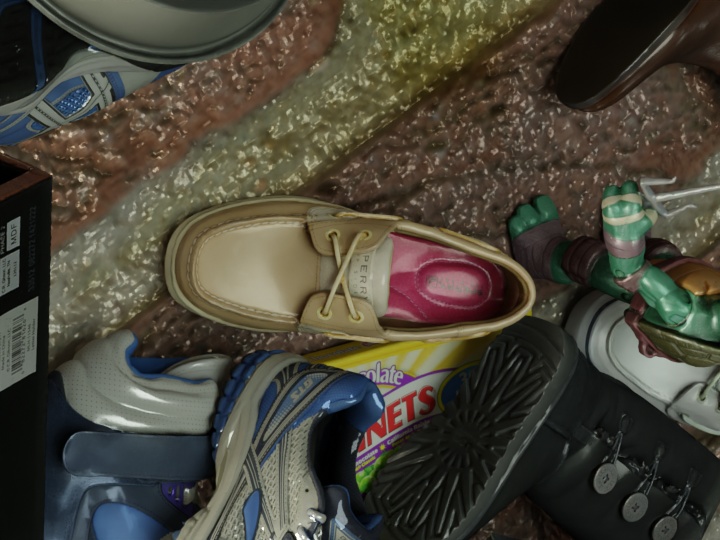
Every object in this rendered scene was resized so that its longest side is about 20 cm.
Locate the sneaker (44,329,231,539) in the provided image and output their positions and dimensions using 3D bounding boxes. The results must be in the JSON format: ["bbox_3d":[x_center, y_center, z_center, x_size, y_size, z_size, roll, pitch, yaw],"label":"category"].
[{"bbox_3d":[-0.088,0.119,1.041,0.200,0.081,0.147,39,84,-26],"label":"sneaker"}]

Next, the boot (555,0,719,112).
[{"bbox_3d":[0.219,-0.095,1.203,0.186,0.064,0.200,-45,124,-14],"label":"boot"}]

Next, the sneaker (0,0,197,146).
[{"bbox_3d":[-0.145,-0.106,0.969,0.200,0.077,0.076,-20,78,-43],"label":"sneaker"}]

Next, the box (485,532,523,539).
[{"bbox_3d":[0.086,0.243,1.149,0.160,0.044,0.200,18,119,-34],"label":"box"}]

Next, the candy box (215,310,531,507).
[{"bbox_3d":[0.011,0.087,1.129,0.199,0.026,0.103,-14,106,-29],"label":"candy box"}]

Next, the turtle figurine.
[{"bbox_3d":[0.175,0.000,1.108,0.149,0.200,0.101,18,91,-34],"label":"turtle figurine"}]

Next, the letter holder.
[{"bbox_3d":[-0.222,0.039,0.911,0.100,0.142,0.201,-33,138,-48],"label":"letter holder"}]

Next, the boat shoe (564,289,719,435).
[{"bbox_3d":[0.212,0.059,1.224,0.199,0.067,0.074,18,91,-33],"label":"boat shoe"}]

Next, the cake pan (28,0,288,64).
[{"bbox_3d":[-0.094,-0.197,0.952,0.200,0.037,0.201,10,74,-36],"label":"cake pan"}]

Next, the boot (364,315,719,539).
[{"bbox_3d":[0.108,0.133,1.158,0.165,0.066,0.200,-49,137,3],"label":"boot"}]

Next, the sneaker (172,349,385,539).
[{"bbox_3d":[-0.038,0.132,0.989,0.077,0.085,0.201,41,56,-54],"label":"sneaker"}]

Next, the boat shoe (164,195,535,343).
[{"bbox_3d":[0.000,0.000,1.067,0.199,0.069,0.074,2,91,-25],"label":"boat shoe"}]
